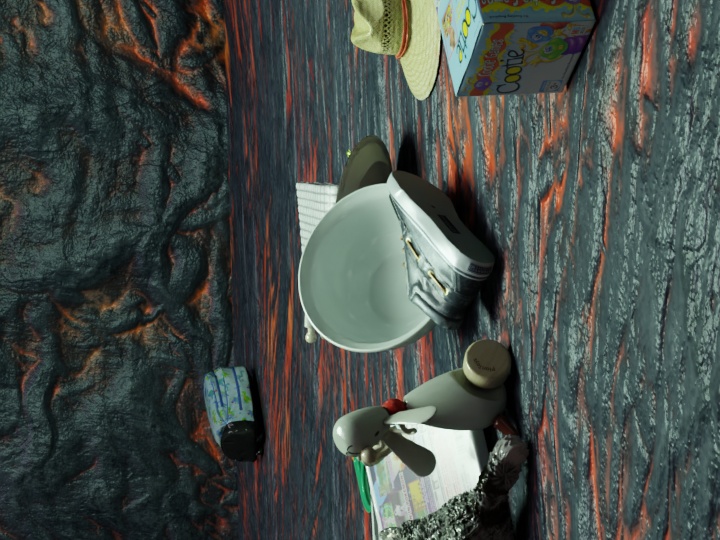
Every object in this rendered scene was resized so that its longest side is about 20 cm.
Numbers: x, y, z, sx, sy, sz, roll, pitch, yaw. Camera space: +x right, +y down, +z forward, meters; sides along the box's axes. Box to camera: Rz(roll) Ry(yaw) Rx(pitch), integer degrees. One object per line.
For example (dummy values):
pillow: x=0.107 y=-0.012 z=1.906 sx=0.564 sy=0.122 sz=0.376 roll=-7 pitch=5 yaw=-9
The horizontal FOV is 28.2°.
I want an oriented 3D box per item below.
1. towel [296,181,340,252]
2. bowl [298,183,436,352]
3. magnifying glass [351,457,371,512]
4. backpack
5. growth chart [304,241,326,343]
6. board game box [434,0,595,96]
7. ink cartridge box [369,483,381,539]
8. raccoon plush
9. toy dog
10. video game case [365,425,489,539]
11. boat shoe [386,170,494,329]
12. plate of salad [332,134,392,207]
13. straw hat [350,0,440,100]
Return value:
towel: x=-0.029 y=-0.046 z=2.071 sx=0.200 sy=0.084 sz=0.168 roll=-165 pitch=70 yaw=-75
bowl: x=0.034 y=0.010 z=1.654 sx=0.090 sy=0.199 sz=0.204 roll=40 pitch=-145 yaw=-57
magnifying glass: x=0.003 y=0.291 z=2.166 sx=0.200 sy=0.022 sz=0.081 roll=-121 pitch=29 yaw=-60
backpack: x=-0.289 y=0.312 z=3.263 sx=0.164 sy=0.151 sz=0.202 roll=94 pitch=179 yaw=-58
growth chart: x=0.000 y=0.000 z=1.764 sx=0.018 sy=0.199 sz=0.147 roll=18 pitch=122 yaw=40
board game box: x=0.123 y=-0.266 z=1.261 sx=0.105 sy=0.101 sz=0.202 roll=109 pitch=155 yaw=-59
ink cartridge box: x=0.067 y=0.298 z=1.724 sx=0.145 sy=0.082 sz=0.203 roll=173 pitch=93 yaw=-77
raccoon plush: x=0.104 y=0.247 z=1.488 sx=0.202 sy=0.096 sz=0.134 roll=-61 pitch=35 yaw=3
toy dog: x=0.081 y=0.158 z=1.458 sx=0.097 sy=0.199 sz=0.132 roll=56 pitch=177 yaw=33
video game case: x=0.080 y=0.246 z=1.580 sx=0.182 sy=0.023 sz=0.203 roll=-31 pitch=65 yaw=44
boat shoe: x=0.068 y=-0.026 z=1.557 sx=0.092 sy=0.070 sz=0.201 roll=-64 pitch=36 yaw=24
plate of salad: x=-0.003 y=-0.071 z=1.819 sx=0.200 sy=0.047 sz=0.203 roll=9 pitch=-90 yaw=-69
straw hat: x=0.030 y=-0.299 z=1.716 sx=0.201 sy=0.084 sz=0.204 roll=177 pitch=90 yaw=-77
